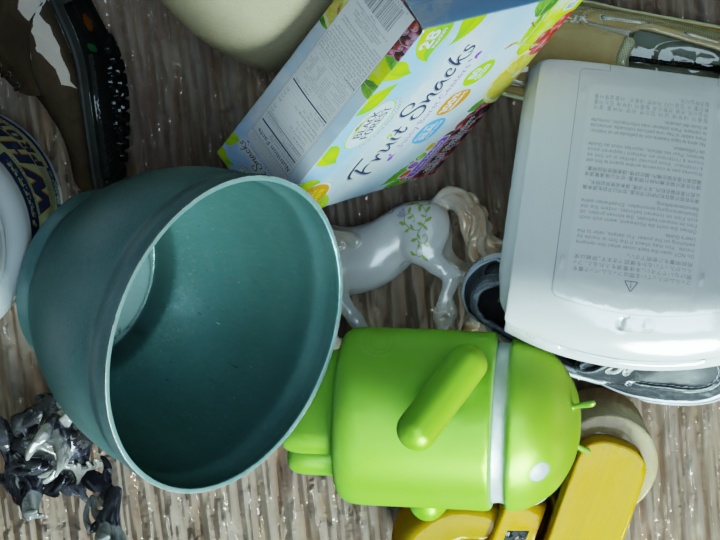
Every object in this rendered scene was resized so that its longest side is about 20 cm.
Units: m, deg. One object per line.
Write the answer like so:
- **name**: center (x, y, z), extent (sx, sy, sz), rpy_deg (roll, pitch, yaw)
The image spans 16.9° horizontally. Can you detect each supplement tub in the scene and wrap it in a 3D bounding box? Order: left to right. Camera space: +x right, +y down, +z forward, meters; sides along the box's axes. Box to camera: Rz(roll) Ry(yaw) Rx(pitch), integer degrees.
- **supplement tub**: center (-0.275, -0.027, 1.552), extent (0.145, 0.200, 0.145), rpy_deg (0, 100, 2)

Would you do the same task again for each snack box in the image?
- **snack box**: center (0.027, -0.126, 1.536), extent (0.068, 0.169, 0.200), rpy_deg (54, 132, 16)

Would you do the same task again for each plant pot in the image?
- **plant pot**: center (-0.127, 0.022, 1.495), extent (0.200, 0.134, 0.200), rpy_deg (-23, 122, -43)
- **plant pot**: center (-0.050, -0.207, 1.561), extent (0.200, 0.200, 0.134), rpy_deg (-13, 136, -2)

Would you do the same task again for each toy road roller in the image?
- **toy road roller**: center (0.106, 0.169, 1.669), extent (0.146, 0.123, 0.200), rpy_deg (20, 100, -4)

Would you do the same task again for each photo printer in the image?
- **photo printer**: center (0.177, -0.031, 1.558), extent (0.166, 0.069, 0.200), rpy_deg (7, 65, 4)

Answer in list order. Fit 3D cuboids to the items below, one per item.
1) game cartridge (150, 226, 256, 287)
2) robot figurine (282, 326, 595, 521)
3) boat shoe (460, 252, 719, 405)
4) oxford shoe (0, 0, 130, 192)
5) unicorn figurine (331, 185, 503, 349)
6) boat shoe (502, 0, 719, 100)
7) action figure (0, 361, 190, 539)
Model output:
- **game cartridge**: center (-0.101, 0.054, 1.635), extent (0.133, 0.040, 0.200), rpy_deg (32, 125, -7)
- **robot figurine**: center (0.051, 0.096, 1.565), extent (0.200, 0.175, 0.116), rpy_deg (3, 65, 6)
- **boat shoe**: center (0.163, 0.044, 1.606), extent (0.200, 0.068, 0.072), rpy_deg (23, 101, -7)
- **oxford shoe**: center (-0.207, -0.140, 1.615), extent (0.084, 0.073, 0.200), rpy_deg (-13, 100, 14)
- **unicorn figurine**: center (0.000, 0.000, 1.657), extent (0.200, 0.074, 0.137), rpy_deg (-23, 93, -9)
- **boat shoe**: center (0.168, -0.146, 1.631), extent (0.200, 0.076, 0.072), rpy_deg (-1, 101, -4)
- **action figure**: center (-0.180, 0.128, 1.621), extent (0.200, 0.102, 0.119), rpy_deg (-24, 129, 25)
